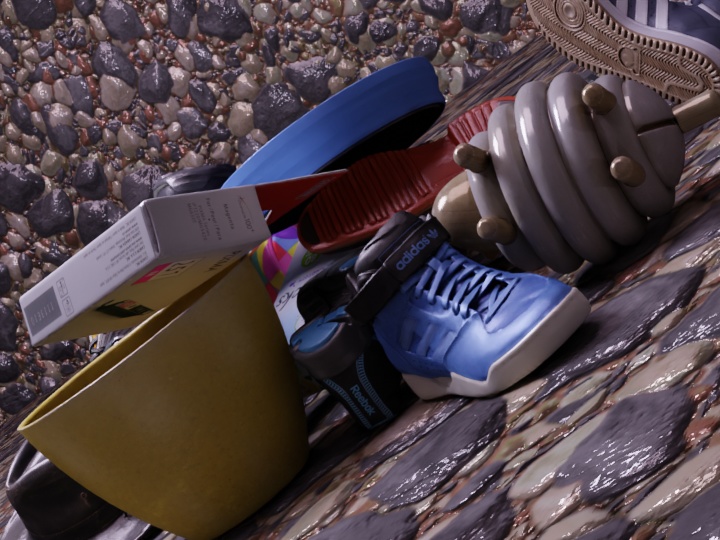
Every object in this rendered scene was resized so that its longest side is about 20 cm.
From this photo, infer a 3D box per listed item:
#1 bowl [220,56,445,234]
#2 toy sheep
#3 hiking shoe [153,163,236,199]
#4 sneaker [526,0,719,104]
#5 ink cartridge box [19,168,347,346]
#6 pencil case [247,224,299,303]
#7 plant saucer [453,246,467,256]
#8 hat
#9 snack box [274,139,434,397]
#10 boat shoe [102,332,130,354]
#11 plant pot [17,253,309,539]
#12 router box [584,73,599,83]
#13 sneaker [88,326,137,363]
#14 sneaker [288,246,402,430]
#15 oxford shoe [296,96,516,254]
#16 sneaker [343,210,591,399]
[{"bbox_3d":[-0.020,-0.090,1.317,0.200,0.039,0.201,-34,-6,-4],"label":"bowl"},{"bbox_3d":[0.137,-0.065,1.085,0.200,0.138,0.138,-20,12,19],"label":"toy sheep"},{"bbox_3d":[-0.122,-0.018,1.409,0.076,0.101,0.200,-14,-20,-3],"label":"hiking shoe"},{"bbox_3d":[0.238,-0.205,1.384,0.108,0.200,0.070,-37,-35,-32],"label":"sneaker"},{"bbox_3d":[-0.122,-0.007,1.206,0.173,0.044,0.200,-10,-13,-39],"label":"ink cartridge box"},{"bbox_3d":[-0.095,0.038,1.532,0.200,0.088,0.088,-48,-1,35],"label":"pencil case"},{"bbox_3d":[0.023,0.023,1.482,0.200,0.037,0.200,-38,7,5],"label":"plant saucer"},{"bbox_3d":[-0.235,0.168,1.394,0.200,0.081,0.201,-22,35,16],"label":"hat"},{"bbox_3d":[0.000,0.000,1.369,0.142,0.053,0.200,-25,33,40],"label":"snack box"},{"bbox_3d":[-0.178,0.079,1.394,0.199,0.066,0.075,-27,-37,-57],"label":"boat shoe"},{"bbox_3d":[-0.117,0.104,1.197,0.200,0.142,0.200,-37,7,5],"label":"plant pot"},{"bbox_3d":[0.160,-0.089,1.407,0.150,0.062,0.200,-36,7,7],"label":"router box"},{"bbox_3d":[-0.219,0.085,1.540,0.078,0.082,0.200,-22,43,64],"label":"sneaker"},{"bbox_3d":[-0.001,0.043,1.195,0.073,0.082,0.200,-29,15,20],"label":"sneaker"},{"bbox_3d":[0.050,-0.054,1.280,0.200,0.073,0.071,-24,52,5],"label":"oxford shoe"},{"bbox_3d":[0.053,0.014,1.036,0.077,0.111,0.200,-42,8,-20],"label":"sneaker"}]
